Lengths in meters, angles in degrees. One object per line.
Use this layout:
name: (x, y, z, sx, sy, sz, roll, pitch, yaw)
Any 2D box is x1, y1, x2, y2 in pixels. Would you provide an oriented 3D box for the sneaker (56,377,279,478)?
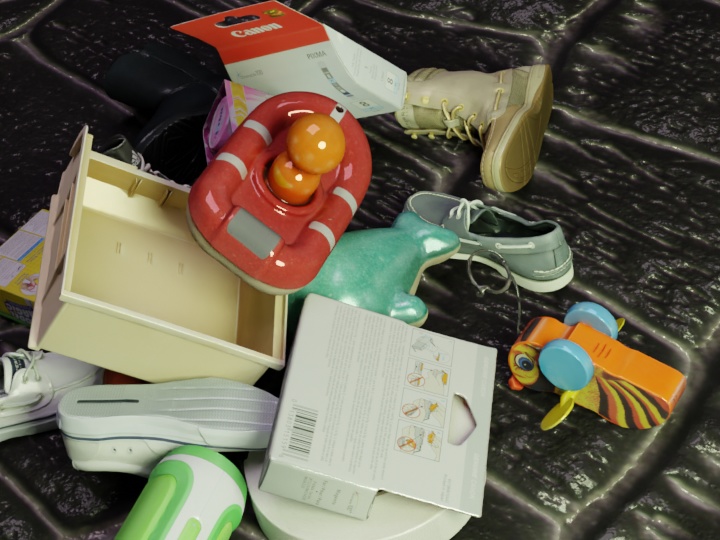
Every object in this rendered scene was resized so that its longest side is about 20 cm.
sneaker: (-0.154, 0.136, 1.389, 0.197, 0.072, 0.073, 2, 34, 9)

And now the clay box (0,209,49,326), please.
clay box: (-0.269, 0.013, 1.612, 0.198, 0.048, 0.115, 19, 49, 30)

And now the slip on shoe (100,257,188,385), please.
slip on shoe: (-0.188, 0.073, 1.479, 0.073, 0.061, 0.202, 13, 53, -8)

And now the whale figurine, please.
whale figurine: (0.000, 0.000, 1.512, 0.199, 0.105, 0.158, -38, 45, -25)

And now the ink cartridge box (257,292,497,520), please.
ink cartridge box: (0.018, 0.118, 1.358, 0.172, 0.044, 0.201, 17, 40, -4)

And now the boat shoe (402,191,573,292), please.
boat shoe: (0.118, -0.045, 1.573, 0.199, 0.062, 0.073, 27, 52, 38)

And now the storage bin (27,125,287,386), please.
storage bin: (-0.169, -0.005, 1.438, 0.198, 0.094, 0.200, 18, 49, -21)

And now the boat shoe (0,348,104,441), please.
boat shoe: (-0.306, 0.107, 1.491, 0.198, 0.067, 0.074, -25, 40, -16)

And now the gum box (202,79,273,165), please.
gum box: (-0.087, -0.097, 1.647, 0.112, 0.067, 0.201, 16, 33, -21)

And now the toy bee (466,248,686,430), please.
toy bee: (0.174, 0.072, 1.403, 0.130, 0.109, 0.201, -26, 65, -30)

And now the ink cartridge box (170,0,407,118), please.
ink cartridge box: (-0.074, -0.206, 1.690, 0.159, 0.199, 0.048, -5, 71, 43)

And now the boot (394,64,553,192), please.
boot: (0.106, -0.149, 1.695, 0.153, 0.073, 0.201, 4, 39, 18)

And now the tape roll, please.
tape roll: (0.004, 0.161, 1.370, 0.200, 0.037, 0.204, -7, 39, 5)

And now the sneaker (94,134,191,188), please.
sneaker: (-0.203, -0.071, 1.645, 0.198, 0.116, 0.076, 2, 40, 17)

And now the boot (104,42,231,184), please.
boot: (-0.222, -0.172, 1.802, 0.167, 0.077, 0.200, 24, 43, 31)

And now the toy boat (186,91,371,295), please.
toy boat: (-0.054, -0.085, 1.419, 0.130, 0.131, 0.201, 36, 44, -5)

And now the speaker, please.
speaker: (-0.159, 0.232, 1.284, 0.087, 0.089, 0.201, 6, 42, 21)
